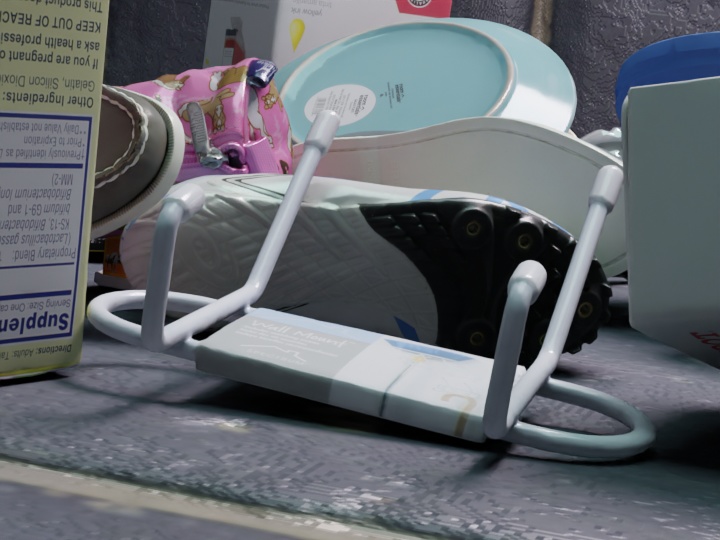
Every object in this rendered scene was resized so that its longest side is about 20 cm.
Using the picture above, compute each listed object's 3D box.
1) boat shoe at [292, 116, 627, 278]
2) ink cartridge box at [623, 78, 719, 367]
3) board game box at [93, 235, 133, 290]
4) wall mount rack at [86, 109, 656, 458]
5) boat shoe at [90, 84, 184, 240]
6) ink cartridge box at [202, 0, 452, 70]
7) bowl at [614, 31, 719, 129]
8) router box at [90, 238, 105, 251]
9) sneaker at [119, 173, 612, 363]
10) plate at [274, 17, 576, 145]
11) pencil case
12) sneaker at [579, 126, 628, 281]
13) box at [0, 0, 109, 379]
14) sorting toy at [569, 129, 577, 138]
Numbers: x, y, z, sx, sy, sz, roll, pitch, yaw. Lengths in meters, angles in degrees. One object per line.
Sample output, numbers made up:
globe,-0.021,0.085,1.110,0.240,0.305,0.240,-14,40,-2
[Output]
boat shoe,0.052,-0.033,0.767,0.200,0.073,0.062,5,8,37
ink cartridge box,0.204,-0.014,0.568,0.200,0.084,0.145,-4,-13,28
board game box,0.000,0.000,0.852,0.199,0.026,0.200,8,7,17
wall mount rack,0.014,-0.001,0.597,0.200,0.075,0.174,13,15,13
boat shoe,-0.169,-0.049,0.679,0.201,0.072,0.060,0,-18,20
ink cartridge box,-0.025,-0.124,1.132,0.145,0.201,0.083,1,12,-39
bowl,0.227,-0.065,0.882,0.200,0.039,0.201,14,-12,3
router box,-0.207,-0.048,0.947,0.149,0.051,0.200,1,8,-24
sneaker,0.003,-0.005,0.699,0.199,0.072,0.072,7,13,-3
plate,0.021,-0.094,0.962,0.200,0.026,0.200,-8,40,7
pencil case,-0.130,-0.046,0.762,0.199,0.083,0.087,-5,-36,7
sneaker,0.186,0.000,0.893,0.200,0.082,0.075,18,-32,-20
box,-0.181,-0.075,0.579,0.176,0.201,0.097,10,7,32
sorting toy,0.103,-0.047,1.074,0.180,0.107,0.200,24,8,33
